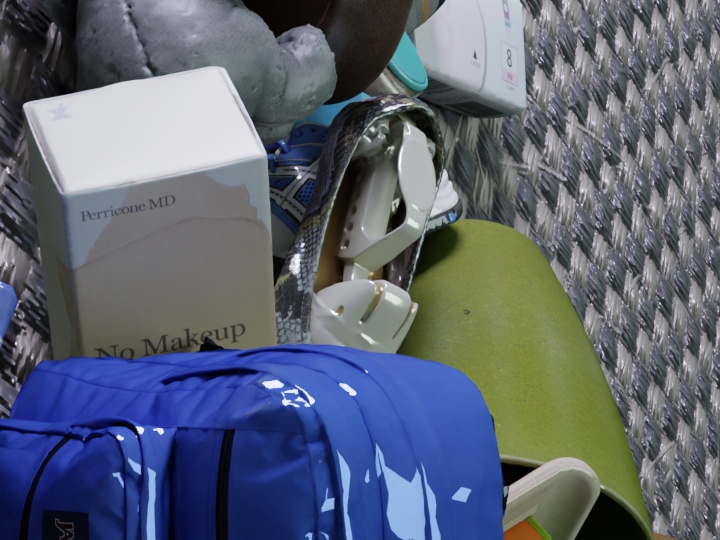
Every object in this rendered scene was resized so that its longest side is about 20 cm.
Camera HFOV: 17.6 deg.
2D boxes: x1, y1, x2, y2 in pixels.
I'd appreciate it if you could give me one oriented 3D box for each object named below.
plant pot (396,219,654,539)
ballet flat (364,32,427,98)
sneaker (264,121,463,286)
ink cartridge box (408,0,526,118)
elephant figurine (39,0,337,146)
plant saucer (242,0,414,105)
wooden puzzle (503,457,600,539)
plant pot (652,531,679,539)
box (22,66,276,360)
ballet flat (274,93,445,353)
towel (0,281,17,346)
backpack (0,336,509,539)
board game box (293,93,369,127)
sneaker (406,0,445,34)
[{"bbox_3d":[0.055,0.076,1.224,0.187,0.187,0.200,54,26,-42],"label":"plant pot"},{"bbox_3d":[-0.027,-0.153,1.244,0.067,0.062,0.200,20,38,-55],"label":"ballet flat"},{"bbox_3d":[-0.043,-0.031,1.199,0.200,0.076,0.077,-21,94,-34],"label":"sneaker"},{"bbox_3d":[0.050,-0.209,1.489,0.162,0.057,0.201,13,76,-60],"label":"ink cartridge box"},{"bbox_3d":[-0.106,-0.151,1.125,0.141,0.155,0.201,-15,86,-28],"label":"elephant figurine"},{"bbox_3d":[-0.038,-0.182,1.173,0.032,0.200,0.201,-11,93,-33],"label":"plant saucer"},{"bbox_3d":[0.015,0.184,1.092,0.200,0.185,0.037,-22,59,-35],"label":"wooden puzzle"},{"bbox_3d":[0.108,0.212,1.328,0.186,0.199,0.187,22,64,-57],"label":"plant pot"},{"bbox_3d":[-0.089,0.019,1.032,0.078,0.095,0.200,-119,-159,-50],"label":"box"},{"bbox_3d":[0.000,0.000,1.126,0.072,0.072,0.201,44,53,-49],"label":"ballet flat"},{"bbox_3d":[-0.219,0.069,0.827,0.024,0.144,0.200,87,16,-48],"label":"towel"},{"bbox_3d":[-0.050,0.112,0.882,0.168,0.200,0.163,-7,94,-46],"label":"backpack"},{"bbox_3d":[-0.015,-0.034,1.320,0.151,0.047,0.201,-48,125,-53],"label":"board game box"},{"bbox_3d":[-0.017,-0.209,1.334,0.079,0.074,0.200,-47,120,-3],"label":"sneaker"}]
